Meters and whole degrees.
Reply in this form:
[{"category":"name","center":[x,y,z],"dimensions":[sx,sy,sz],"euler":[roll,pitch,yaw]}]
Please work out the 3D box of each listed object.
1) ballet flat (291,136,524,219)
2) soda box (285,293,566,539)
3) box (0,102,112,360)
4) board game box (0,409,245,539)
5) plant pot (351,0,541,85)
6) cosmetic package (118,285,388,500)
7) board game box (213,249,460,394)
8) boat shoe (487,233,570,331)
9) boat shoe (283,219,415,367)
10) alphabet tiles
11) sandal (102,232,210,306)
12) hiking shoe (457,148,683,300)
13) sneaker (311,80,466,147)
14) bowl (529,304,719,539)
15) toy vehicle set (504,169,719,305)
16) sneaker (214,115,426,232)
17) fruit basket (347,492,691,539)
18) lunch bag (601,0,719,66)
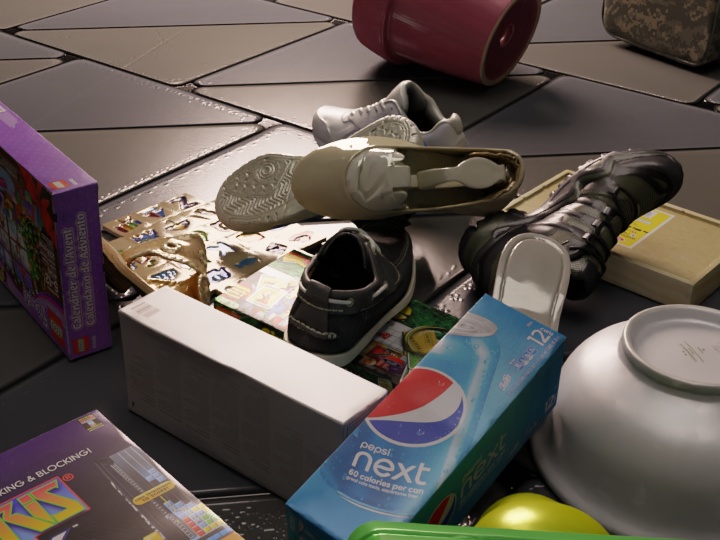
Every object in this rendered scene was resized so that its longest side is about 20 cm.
[{"category":"ballet flat","center":[0.044,-0.076,0.893],"dimensions":[0.197,0.071,0.070],"euler":[-3,29,-19]},{"category":"soda box","center":[0.043,0.106,0.653],"dimensions":[0.064,0.069,0.200],"euler":[27,51,26]},{"category":"box","center":[-0.260,-0.037,0.874],"dimensions":[0.039,0.139,0.199],"euler":[-18,34,-32]},{"category":"board game box","center":[-0.182,0.171,0.594],"dimensions":[0.198,0.058,0.164],"euler":[-24,39,-37]},{"category":"plant pot","center":[0.116,-0.326,1.361],"dimensions":[0.178,0.202,0.199],"euler":[34,41,22]},{"category":"cosmetic package","center":[-0.073,0.085,0.723],"dimensions":[0.198,0.084,0.050],"euler":[22,33,32]},{"category":"board game box","center":[-0.007,0.042,0.853],"dimensions":[0.198,0.024,0.104],"euler":[22,33,29]},{"category":"boat shoe","center":[0.102,0.061,0.787],"dimensions":[0.073,0.061,0.202],"euler":[15,49,8]},{"category":"boat shoe","center":[0.000,0.000,0.838],"dimensions":[0.071,0.069,0.200],"euler":[11,26,16]},{"category":"alphabet tiles","center":[-0.134,-0.022,0.986],"dimensions":[0.198,0.006,0.165],"euler":[26,37,37]},{"category":"sandal","center":[-0.155,-0.006,0.865],"dimensions":[0.070,0.078,0.210],"euler":[-49,44,-14]},{"category":"hiking shoe","center":[0.184,-0.022,0.905],"dimensions":[0.198,0.076,0.101],"euler":[-27,50,5]},{"category":"sneaker","center":[0.033,-0.149,1.116],"dimensions":[0.198,0.101,0.078],"euler":[21,35,32]},{"category":"bowl","center":[0.213,0.085,0.719],"dimensions":[0.197,0.092,0.202],"euler":[0,30,0]},{"category":"toy vehicle set","center":[0.235,-0.032,0.991],"dimensions":[0.198,0.027,0.123],"euler":[25,38,36]},{"category":"sneaker","center":[-0.025,-0.065,0.997],"dimensions":[0.197,0.111,0.078],"euler":[-21,60,11]},{"category":"fruit basket","center":[0.087,0.185,0.531],"dimensions":[0.211,0.158,0.216],"euler":[3,-14,1]},{"category":"lunch bag","center":[0.447,-0.366,1.469],"dimensions":[0.166,0.141,0.199],"euler":[-22,37,-33]}]
